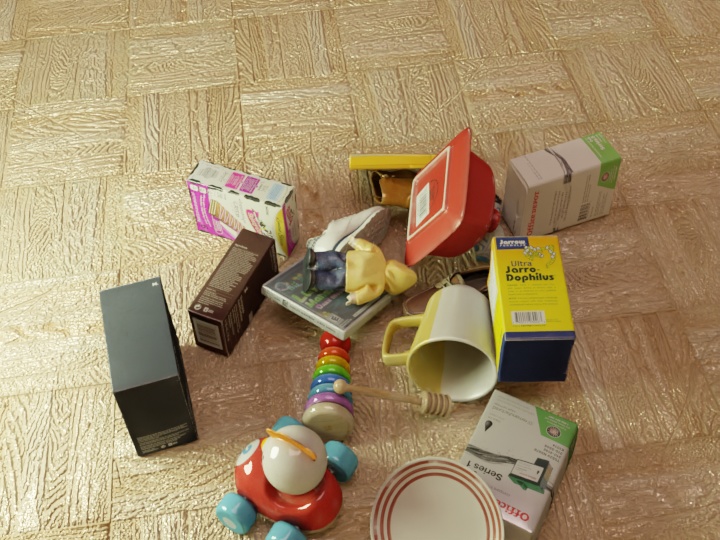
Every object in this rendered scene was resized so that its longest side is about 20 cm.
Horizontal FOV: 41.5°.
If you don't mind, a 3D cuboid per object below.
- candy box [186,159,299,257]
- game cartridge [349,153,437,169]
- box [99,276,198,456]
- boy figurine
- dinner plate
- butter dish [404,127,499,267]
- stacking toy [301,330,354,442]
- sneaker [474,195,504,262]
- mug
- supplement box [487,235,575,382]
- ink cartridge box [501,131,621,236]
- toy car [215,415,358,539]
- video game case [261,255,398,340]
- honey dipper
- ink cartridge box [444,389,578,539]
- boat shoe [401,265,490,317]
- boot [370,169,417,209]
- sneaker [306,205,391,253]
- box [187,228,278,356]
[{"bbox_3d":[-0.214,-0.114,1.755,0.196,0.138,0.062,15,52,15],"label":"candy box"},{"bbox_3d":[0.079,-0.209,1.831,0.195,0.033,0.176,2,6,3],"label":"game cartridge"},{"bbox_3d":[-0.335,0.151,1.501,0.102,0.184,0.202,-13,49,-10],"label":"box"},{"bbox_3d":[0.000,0.000,1.633,0.195,0.065,0.127,3,67,-17],"label":"boy figurine"},{"bbox_3d":[0.109,0.368,1.349,0.196,0.024,0.205,-1,86,19],"label":"dinner plate"},{"bbox_3d":[0.177,-0.107,1.650,0.145,0.199,0.204,20,59,-21],"label":"butter dish"},{"bbox_3d":[-0.044,0.174,1.547,0.083,0.087,0.203,3,45,4],"label":"stacking toy"},{"bbox_3d":[0.228,-0.093,1.778,0.071,0.073,0.202,21,35,-11],"label":"sneaker"},{"bbox_3d":[0.141,0.101,1.554,0.183,0.151,0.155,19,45,-4],"label":"mug"},{"bbox_3d":[0.261,0.058,1.471,0.107,0.110,0.203,-1,50,1],"label":"supplement box"},{"bbox_3d":[0.371,-0.154,1.769,0.196,0.147,0.085,-17,50,-14],"label":"ink cartridge box"},{"bbox_3d":[-0.109,0.278,1.375,0.174,0.202,0.185,23,53,20],"label":"toy car"},{"bbox_3d":[-0.046,0.031,1.664,0.179,0.024,0.199,27,37,22],"label":"video game case"},{"bbox_3d":[0.049,0.199,1.501,0.196,0.038,0.039,13,46,-17],"label":"honey dipper"},{"bbox_3d":[0.225,0.303,1.422,0.144,0.085,0.201,20,52,19],"label":"ink cartridge box"},{"bbox_3d":[0.163,0.035,1.660,0.196,0.073,0.076,-19,51,-15],"label":"boat shoe"},{"bbox_3d":[0.105,-0.125,1.780,0.141,0.072,0.202,-1,34,-26],"label":"boot"},{"bbox_3d":[-0.014,-0.074,1.744,0.079,0.078,0.199,20,34,29],"label":"sneaker"},{"bbox_3d":[-0.217,0.037,1.652,0.073,0.101,0.202,16,52,15],"label":"box"}]
